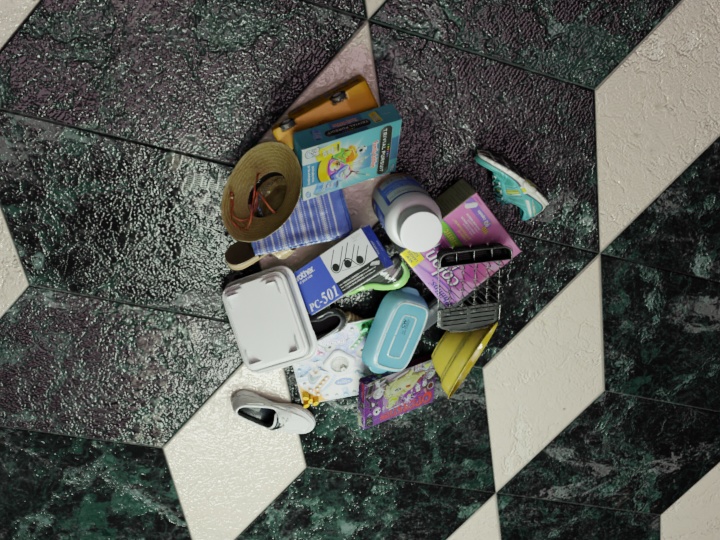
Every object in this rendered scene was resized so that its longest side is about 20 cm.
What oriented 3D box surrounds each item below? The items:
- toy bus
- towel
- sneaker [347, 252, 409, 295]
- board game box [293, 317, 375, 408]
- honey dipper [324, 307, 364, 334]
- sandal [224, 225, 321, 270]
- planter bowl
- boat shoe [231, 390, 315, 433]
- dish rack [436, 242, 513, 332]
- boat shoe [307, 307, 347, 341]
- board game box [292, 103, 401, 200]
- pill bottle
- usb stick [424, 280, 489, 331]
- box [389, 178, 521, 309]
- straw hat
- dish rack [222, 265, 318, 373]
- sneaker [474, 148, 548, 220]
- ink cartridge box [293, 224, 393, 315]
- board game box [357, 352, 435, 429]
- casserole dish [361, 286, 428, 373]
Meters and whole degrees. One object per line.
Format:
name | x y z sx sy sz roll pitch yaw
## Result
toy bus | -0.069 -0.293 1.581 0.200 0.078 0.065 -28 117 1
towel | -0.126 -0.117 1.638 0.200 0.024 0.145 -13 81 -7
sneaker | 0.000 0.000 1.711 0.200 0.077 0.084 -9 115 15
board game box | -0.045 0.205 1.813 0.200 0.026 0.200 -10 123 -1
honey dipper | -0.078 0.080 1.766 0.200 0.038 0.038 28 105 -23
sandal | -0.169 -0.053 1.681 0.212 0.078 0.070 -27 151 -10
planter bowl | 0.213 0.174 1.826 0.083 0.200 0.201 34 106 13
boat shoe | -0.190 0.326 1.837 0.200 0.065 0.074 17 109 -19
dish rack | 0.226 0.039 1.702 0.153 0.055 0.200 -6 115 -10
boat shoe | -0.124 0.125 1.721 0.200 0.063 0.073 -18 89 0
board game box | -0.026 -0.222 1.580 0.200 0.047 0.151 -20 151 -14
pill bottle | 0.094 -0.109 1.631 0.112 0.200 0.112 -5 115 -10
usb stick | 0.195 0.062 1.822 0.200 0.033 0.055 -38 127 5
box | 0.196 -0.055 1.737 0.200 0.097 0.176 -38 116 6
straw hat | -0.164 -0.138 1.585 0.201 0.201 0.085 -53 145 12
dish rack | -0.190 0.104 1.683 0.172 0.044 0.200 -18 91 22
sneaker | 0.305 -0.174 1.723 0.200 0.078 0.080 38 110 -24
ink cartridge box | -0.041 0.001 1.660 0.200 0.044 0.094 -33 87 28
board game box | 0.082 0.266 1.849 0.200 0.032 0.120 -16 125 -32
casserole dish | 0.079 0.133 1.765 0.121 0.039 0.200 16 99 -35
